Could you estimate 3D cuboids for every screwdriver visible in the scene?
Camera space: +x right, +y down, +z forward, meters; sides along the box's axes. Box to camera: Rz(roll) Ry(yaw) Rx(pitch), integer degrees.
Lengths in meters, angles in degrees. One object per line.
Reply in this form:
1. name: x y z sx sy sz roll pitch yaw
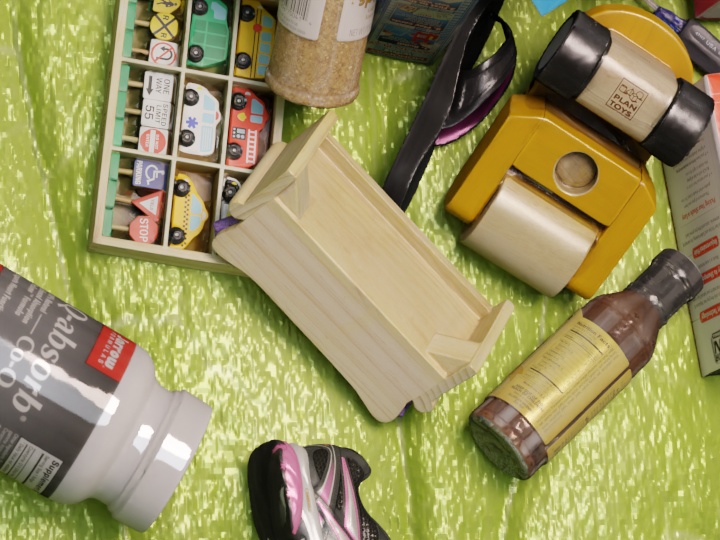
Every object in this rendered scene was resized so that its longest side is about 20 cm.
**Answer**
1. screwdriver: 0.205 -0.202 1.774 0.199 0.028 0.029 36 100 -4

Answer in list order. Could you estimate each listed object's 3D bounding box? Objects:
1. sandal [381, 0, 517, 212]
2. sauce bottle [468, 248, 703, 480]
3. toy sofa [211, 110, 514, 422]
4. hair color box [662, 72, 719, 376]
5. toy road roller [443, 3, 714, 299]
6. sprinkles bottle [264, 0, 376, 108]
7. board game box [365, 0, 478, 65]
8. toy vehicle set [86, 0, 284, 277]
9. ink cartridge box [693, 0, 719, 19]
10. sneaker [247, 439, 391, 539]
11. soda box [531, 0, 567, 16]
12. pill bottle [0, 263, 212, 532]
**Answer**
1. sandal: 0.073 -0.119 1.691 0.048 0.075 0.202 25 80 6
2. sauce bottle: 0.163 0.062 1.681 0.200 0.065 0.065 -40 90 -21
3. toy sofa: 0.000 0.000 1.632 0.200 0.097 0.083 46 41 -11
4. hair color box: 0.271 -0.033 1.713 0.061 0.101 0.202 -6 80 -17
5. toy road roller: 0.157 -0.094 1.701 0.122 0.146 0.201 32 108 -7
6. sprinkles bottle: -0.016 -0.210 1.587 0.068 0.068 0.201 5 118 -15
7. board game box: 0.048 -0.237 1.651 0.061 0.200 0.202 11 66 -7
8. toy vehicle set: -0.117 -0.103 1.658 0.123 0.027 0.202 8 76 -14
9. ink cartridge box: 0.316 -0.293 1.771 0.144 0.083 0.202 -3 79 -16
10. sneaker: -0.012 0.208 1.593 0.086 0.080 0.202 -5 84 -27
11. soda box: 0.125 -0.244 1.661 0.064 0.200 0.068 -31 109 10
12. pill bottle: -0.203 0.079 1.545 0.199 0.116 0.116 30 71 -8
